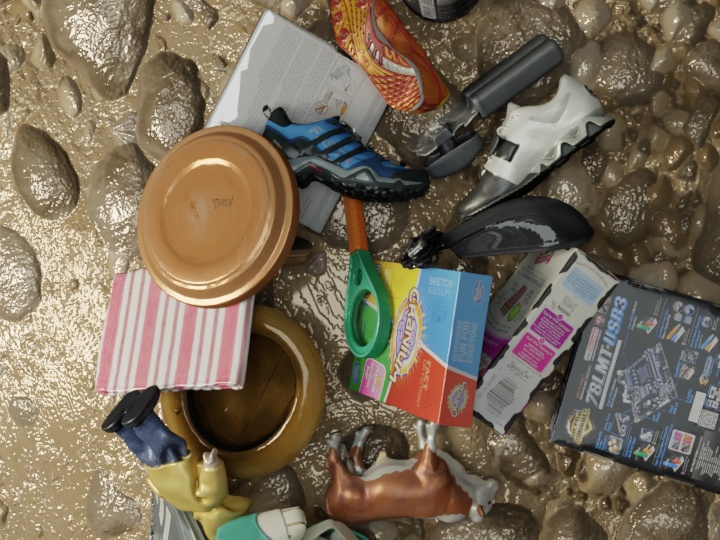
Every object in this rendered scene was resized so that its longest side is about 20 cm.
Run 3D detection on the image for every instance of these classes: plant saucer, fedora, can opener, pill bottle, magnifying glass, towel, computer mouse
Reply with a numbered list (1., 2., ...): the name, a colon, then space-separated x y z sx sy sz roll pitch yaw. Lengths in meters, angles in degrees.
1. plant saucer: -0.159 -0.060 1.083 0.199 0.032 0.202 -5 78 23
2. fedora: -0.126 0.133 1.144 0.199 0.082 0.202 1 94 10
3. can opener: 0.147 -0.182 1.140 0.200 0.053 0.067 -36 117 5
4. pill bottle: 0.083 -0.340 1.065 0.106 0.200 0.107 0 89 7
5. magnifying glass: 0.000 0.000 1.127 0.022 0.080 0.201 7 66 -28
6. towel: -0.202 0.064 1.109 0.199 0.030 0.147 -6 67 25
7. computer mouse: 0.141 -0.045 1.048 0.199 0.138 0.053 -7 99 12

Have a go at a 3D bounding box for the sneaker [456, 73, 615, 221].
1. sneaker: 0.175 -0.135 1.111 0.200 0.074 0.089 -39 80 14

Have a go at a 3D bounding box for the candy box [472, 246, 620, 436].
1. candy box: 0.175 0.064 1.077 0.061 0.136 0.200 35 94 -10

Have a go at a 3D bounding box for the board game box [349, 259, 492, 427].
1. board game box: 0.059 0.070 1.069 0.040 0.200 0.154 8 90 -27

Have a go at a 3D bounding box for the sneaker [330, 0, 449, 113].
1. sneaker: 0.028 -0.255 1.145 0.073 0.077 0.201 -39 69 33

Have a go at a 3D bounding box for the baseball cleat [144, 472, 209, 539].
1. baseball cleat: -0.227 0.285 1.161 0.106 0.070 0.201 -28 82 12

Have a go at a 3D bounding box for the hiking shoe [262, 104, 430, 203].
1. hiking shoe: -0.017 -0.129 1.112 0.199 0.074 0.087 10 81 -3

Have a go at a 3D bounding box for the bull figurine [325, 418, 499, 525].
1. bull figurine: 0.054 0.231 1.129 0.199 0.065 0.122 -8 86 6

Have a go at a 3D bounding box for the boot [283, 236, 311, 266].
1. boot: -0.149 -0.004 1.163 0.199 0.074 0.076 -3 104 14

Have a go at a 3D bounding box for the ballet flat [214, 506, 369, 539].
1. ballet flat: -0.066 0.291 1.097 0.199 0.067 0.071 25 108 -36

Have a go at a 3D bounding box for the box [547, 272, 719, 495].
1. box: 0.328 0.121 1.105 0.197 0.050 0.201 16 91 8

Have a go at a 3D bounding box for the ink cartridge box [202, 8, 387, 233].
1. ink cartridge box: -0.080 -0.170 1.163 0.173 0.044 0.201 27 92 -15

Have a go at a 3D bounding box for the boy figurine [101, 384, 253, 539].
1. boy figurine: -0.184 0.215 1.081 0.124 0.065 0.200 -22 116 42
